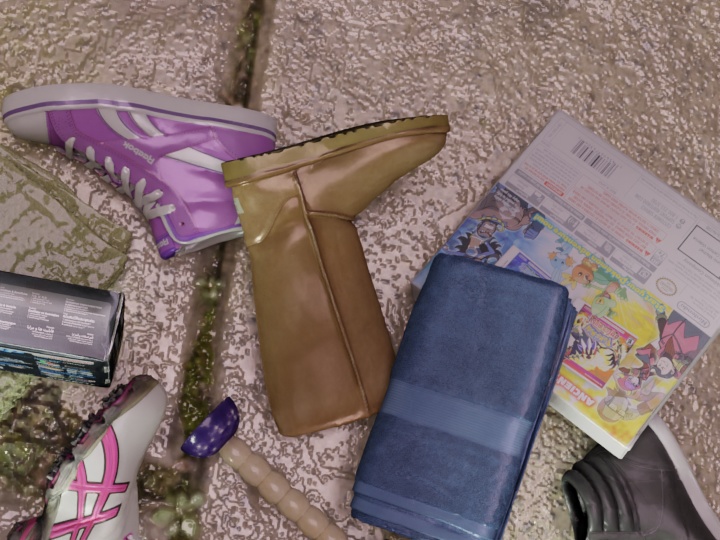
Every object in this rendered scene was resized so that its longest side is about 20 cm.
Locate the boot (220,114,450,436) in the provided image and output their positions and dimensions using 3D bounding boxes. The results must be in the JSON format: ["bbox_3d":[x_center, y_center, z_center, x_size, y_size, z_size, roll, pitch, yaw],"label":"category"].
[{"bbox_3d":[0.000,0.000,0.972,0.175,0.066,0.201,-15,97,-1],"label":"boot"}]

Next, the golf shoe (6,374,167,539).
[{"bbox_3d":[-0.182,0.168,0.937,0.092,0.073,0.200,32,87,-8],"label":"golf shoe"}]

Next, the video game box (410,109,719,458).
[{"bbox_3d":[0.169,0.007,1.001,0.200,0.047,0.182,38,75,16],"label":"video game box"}]

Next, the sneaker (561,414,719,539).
[{"bbox_3d":[0.217,0.209,0.988,0.099,0.071,0.200,-27,79,-10],"label":"sneaker"}]

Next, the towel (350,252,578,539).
[{"bbox_3d":[0.071,0.094,0.943,0.111,0.049,0.201,18,86,15],"label":"towel"}]

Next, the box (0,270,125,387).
[{"bbox_3d":[-0.253,0.031,0.866,0.199,0.159,0.046,10,77,-8],"label":"box"}]

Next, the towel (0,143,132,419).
[{"bbox_3d":[-0.271,0.016,0.965,0.148,0.036,0.200,36,76,-2],"label":"towel"}]

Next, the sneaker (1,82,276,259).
[{"bbox_3d":[-0.163,-0.069,0.978,0.200,0.073,0.115,7,81,-7],"label":"sneaker"}]

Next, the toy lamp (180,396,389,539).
[{"bbox_3d":[-0.037,0.175,0.962,0.200,0.058,0.058,44,77,3],"label":"toy lamp"}]
